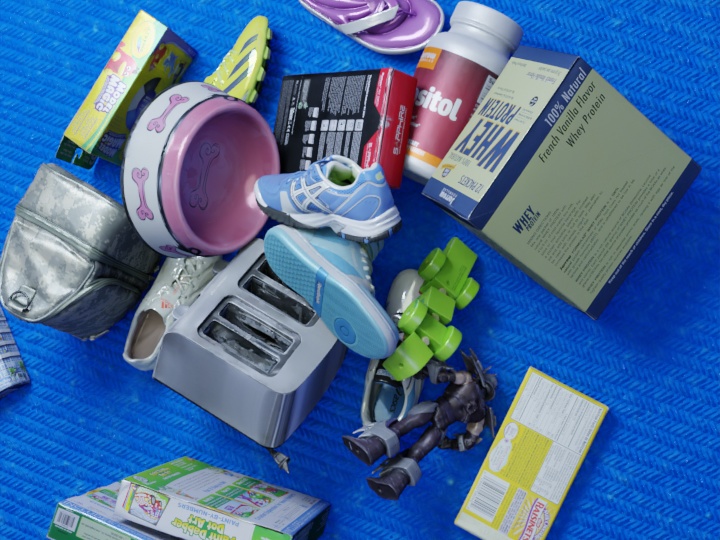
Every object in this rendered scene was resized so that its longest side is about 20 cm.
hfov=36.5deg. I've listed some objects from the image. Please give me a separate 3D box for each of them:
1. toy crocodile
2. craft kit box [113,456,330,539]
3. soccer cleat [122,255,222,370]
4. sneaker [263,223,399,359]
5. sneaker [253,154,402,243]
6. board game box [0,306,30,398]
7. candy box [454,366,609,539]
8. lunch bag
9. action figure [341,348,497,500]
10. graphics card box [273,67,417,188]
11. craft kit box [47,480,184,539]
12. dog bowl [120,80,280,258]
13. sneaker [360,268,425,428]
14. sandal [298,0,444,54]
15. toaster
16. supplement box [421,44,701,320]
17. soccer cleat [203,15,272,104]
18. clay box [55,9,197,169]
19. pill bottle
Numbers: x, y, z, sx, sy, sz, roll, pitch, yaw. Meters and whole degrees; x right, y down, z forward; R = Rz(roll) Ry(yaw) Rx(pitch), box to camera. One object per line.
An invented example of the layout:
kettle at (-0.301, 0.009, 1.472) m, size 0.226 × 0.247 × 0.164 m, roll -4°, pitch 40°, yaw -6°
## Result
toy crocodile at (0.082, 0.041, 1.225) m, size 0.067 × 0.062 × 0.201 m, roll 36°, pitch 50°, yaw -13°
craft kit box at (-0.147, 0.267, 1.222) m, size 0.195 × 0.200 × 0.049 m, roll 18°, pitch 91°, yaw 11°
soccer cleat at (-0.224, 0.029, 1.313) m, size 0.069 × 0.078 × 0.202 m, roll 25°, pitch 91°, yaw 11°
sneaker at (0.000, 0.000, 1.205) m, size 0.130 × 0.080 × 0.200 m, roll -29°, pitch 63°, yaw -35°
sneaker at (-0.038, -0.089, 1.177) m, size 0.198 × 0.075 × 0.078 m, roll 11°, pitch 123°, yaw 38°
board game box at (-0.547, 0.094, 1.377) m, size 0.198 × 0.062 × 0.202 m, roll -27°, pitch 83°, yaw 8°
candy box at (0.195, 0.223, 1.250) m, size 0.101 × 0.026 × 0.202 m, roll 27°, pitch 91°, yaw 8°
lunch bag at (-0.329, -0.008, 1.277) m, size 0.138 × 0.200 × 0.169 m, roll 30°, pitch 86°, yaw 10°
action figure at (0.082, 0.166, 1.224) m, size 0.199 × 0.069 × 0.132 m, roll -32°, pitch 108°, yaw -25°
graphics card box at (-0.025, -0.161, 1.251) m, size 0.198 × 0.050 × 0.128 m, roll 7°, pitch 87°, yaw 48°
craft kit box at (-0.219, 0.300, 1.227) m, size 0.197 × 0.197 × 0.049 m, roll 21°, pitch 94°, yaw 11°
dog bowl at (-0.170, -0.107, 1.225) m, size 0.073 × 0.199 × 0.203 m, roll 14°, pitch 88°, yaw 36°
sneaker at (0.046, 0.098, 1.263) m, size 0.071 × 0.072 × 0.204 m, roll 11°, pitch 87°, yaw 13°
sandal at (0.003, -0.312, 1.295) m, size 0.200 × 0.050 × 0.084 m, roll 22°, pitch 91°, yaw 22°
toaster at (-0.110, 0.086, 1.233) m, size 0.198 × 0.120 × 0.181 m, roll 30°, pitch 49°, yaw 11°
supplement box at (0.212, -0.096, 1.170) m, size 0.199 × 0.134 × 0.201 m, roll 34°, pitch 92°, yaw -24°
soccer cleat at (-0.164, -0.218, 1.322) m, size 0.083 × 0.065 × 0.203 m, roll 20°, pitch 93°, yaw -6°
clay box at (-0.283, -0.205, 1.321) m, size 0.047 × 0.115 × 0.202 m, roll 32°, pitch 93°, yaw 10°
pill bottle at (0.108, -0.197, 1.250) m, size 0.112 × 0.113 × 0.203 m, roll 24°, pitch 90°, yaw 11°
